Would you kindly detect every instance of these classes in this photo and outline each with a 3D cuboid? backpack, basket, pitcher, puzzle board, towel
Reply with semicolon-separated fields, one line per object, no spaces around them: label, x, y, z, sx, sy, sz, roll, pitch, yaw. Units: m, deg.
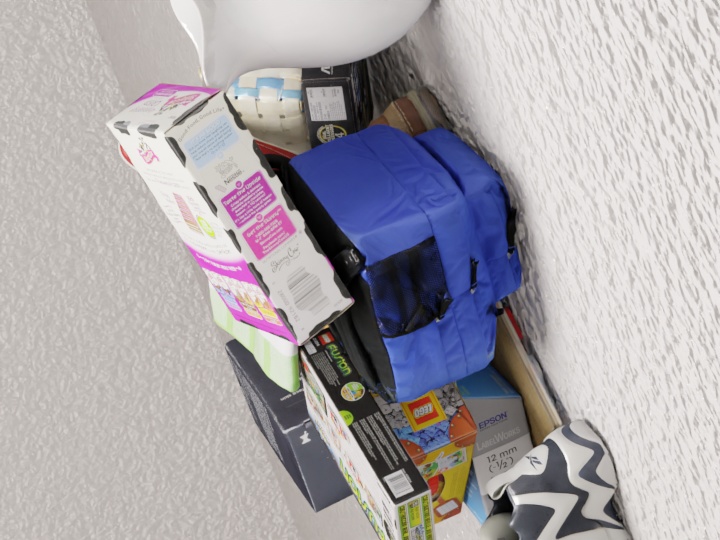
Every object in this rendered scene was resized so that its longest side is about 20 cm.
backpack;0.045;0.001;1.498;0.163;0.167;0.201;-120;15;-52
basket;-0.084;-0.213;1.802;0.177;0.138;0.201;81;-163;-56
pitcher;-0.058;-0.233;1.432;0.172;0.199;0.121;65;169;7
puzzle board;0.125;0.065;1.662;0.151;0.017;0.201;103;143;-74
towel;-0.101;-0.008;1.589;0.149;0.031;0.201;42;143;49

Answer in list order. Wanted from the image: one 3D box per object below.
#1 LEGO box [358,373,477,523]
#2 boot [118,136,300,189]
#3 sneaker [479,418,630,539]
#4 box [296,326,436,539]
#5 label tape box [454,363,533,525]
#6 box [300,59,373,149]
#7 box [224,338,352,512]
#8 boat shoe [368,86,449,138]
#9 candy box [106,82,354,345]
LEGO box;0.035;0.136;1.664;0.200;0.077;0.149;92;153;-62
boot;-0.132;-0.099;1.673;0.144;0.199;0.073;-59;-16;-83
sneaker;0.160;0.234;1.547;0.080;0.129;0.200;-128;18;-53
box;0.005;0.154;1.561;0.110;0.035;0.200;82;161;-47
label tape box;0.101;0.124;1.693;0.143;0.066;0.201;-131;25;-58
box;-0.018;-0.157;1.643;0.201;0.049;0.162;80;-170;-52
box;-0.012;0.124;1.949;0.200;0.196;0.118;48;160;56
boat shoe;0.038;-0.082;1.619;0.076;0.071;0.201;58;166;35
candy box;-0.102;-0.046;1.422;0.201;0.061;0.136;58;162;-22
